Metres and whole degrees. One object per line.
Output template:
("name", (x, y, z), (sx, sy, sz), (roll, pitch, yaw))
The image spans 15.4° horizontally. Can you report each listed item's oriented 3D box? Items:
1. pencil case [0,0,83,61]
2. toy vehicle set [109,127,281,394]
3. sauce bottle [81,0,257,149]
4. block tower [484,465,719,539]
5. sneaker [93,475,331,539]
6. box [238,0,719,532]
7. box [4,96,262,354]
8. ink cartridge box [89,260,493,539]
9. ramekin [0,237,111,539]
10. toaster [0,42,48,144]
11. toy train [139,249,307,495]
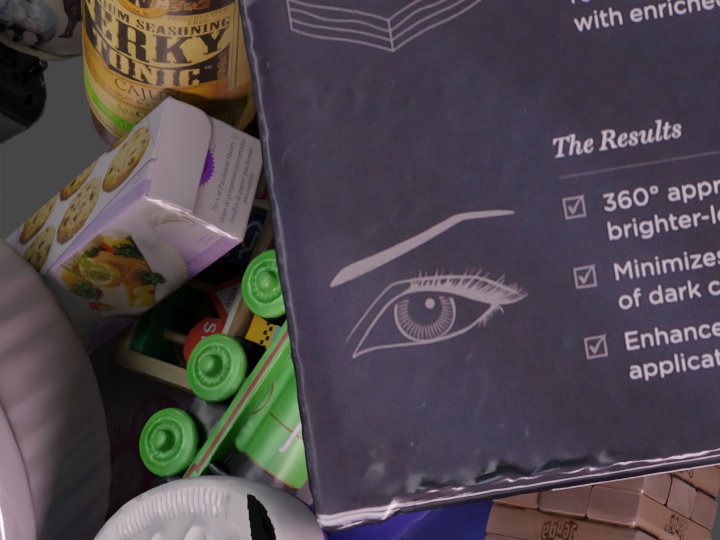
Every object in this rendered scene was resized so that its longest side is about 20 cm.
("pencil case", (-0.100, -0.188, 1.080), (0.089, 0.077, 0.201), (-23, 56, 60))
("toy vehicle set", (-0.003, -0.044, 0.916), (0.124, 0.026, 0.201), (14, 81, 43))
("sauce bottle", (-0.058, -0.104, 0.842), (0.064, 0.200, 0.065), (1, 60, -2))
("block tower", (0.085, 0.032, 0.831), (0.054, 0.058, 0.201), (6, 76, 35))
("sneaker", (-0.016, 0.124, 0.820), (0.200, 0.146, 0.081), (-44, 47, 47))
("box", (0.075, -0.043, 0.739), (0.196, 0.117, 0.201), (-9, 86, 7))
("box", (-0.096, -0.002, 0.933), (0.200, 0.039, 0.042), (-32, 38, 56))
("ink cartridge box", (-0.033, 0.063, 0.944), (0.196, 0.043, 0.201), (-43, 48, 22))
("ramekin", (-0.176, 0.061, 0.910), (0.201, 0.094, 0.203), (11, 113, 26))
("toaster", (-0.239, -0.141, 1.110), (0.118, 0.200, 0.182), (-32, 55, 25))
("toy train", (0.000, 0.000, 0.850), (0.056, 0.042, 0.201), (35, 95, 33))
